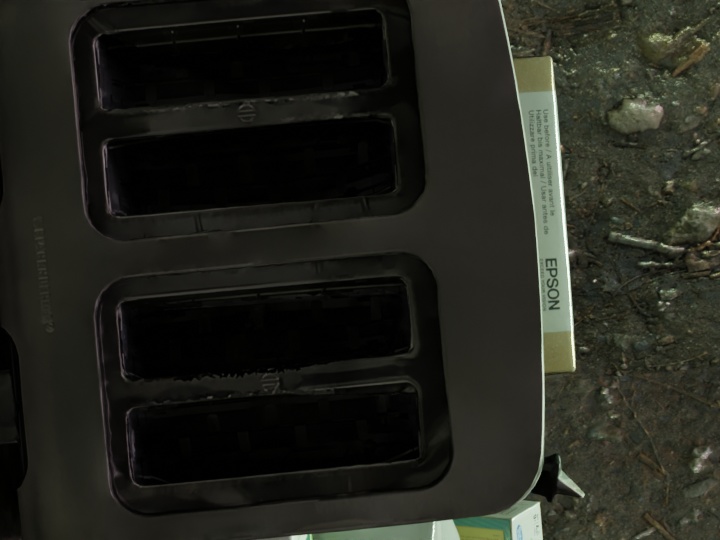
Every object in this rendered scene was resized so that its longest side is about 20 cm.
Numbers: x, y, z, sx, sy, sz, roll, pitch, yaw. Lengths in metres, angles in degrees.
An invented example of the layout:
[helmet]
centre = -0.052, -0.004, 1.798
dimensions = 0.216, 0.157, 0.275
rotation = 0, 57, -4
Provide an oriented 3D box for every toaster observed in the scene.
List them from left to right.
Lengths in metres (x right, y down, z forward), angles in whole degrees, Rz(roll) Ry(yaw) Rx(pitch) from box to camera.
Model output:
[toaster]
centre = -0.027, -0.003, 0.598
dimensions = 0.119, 0.199, 0.182
rotation = 137, -52, -89

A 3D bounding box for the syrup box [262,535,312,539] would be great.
[syrup box]
centre = -0.069, 0.041, 0.788
dimensions = 0.079, 0.081, 0.201
rotation = -66, 152, -85

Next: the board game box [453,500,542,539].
[board game box]
centre = 0.014, 0.195, 1.067
dimensions = 0.034, 0.199, 0.135
rotation = -18, 106, -54

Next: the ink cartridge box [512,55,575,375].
[ink cartridge box]
centre = 0.093, -0.031, 1.204
dimensions = 0.165, 0.075, 0.201
rotation = -3, 89, -89

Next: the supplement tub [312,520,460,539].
[supplement tub]
centre = -0.016, 0.176, 0.925
dimensions = 0.200, 0.145, 0.146
rotation = 81, 5, -52
